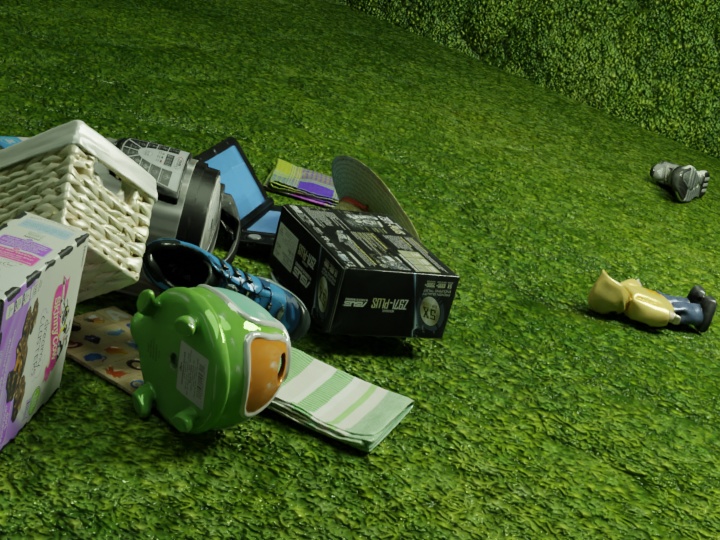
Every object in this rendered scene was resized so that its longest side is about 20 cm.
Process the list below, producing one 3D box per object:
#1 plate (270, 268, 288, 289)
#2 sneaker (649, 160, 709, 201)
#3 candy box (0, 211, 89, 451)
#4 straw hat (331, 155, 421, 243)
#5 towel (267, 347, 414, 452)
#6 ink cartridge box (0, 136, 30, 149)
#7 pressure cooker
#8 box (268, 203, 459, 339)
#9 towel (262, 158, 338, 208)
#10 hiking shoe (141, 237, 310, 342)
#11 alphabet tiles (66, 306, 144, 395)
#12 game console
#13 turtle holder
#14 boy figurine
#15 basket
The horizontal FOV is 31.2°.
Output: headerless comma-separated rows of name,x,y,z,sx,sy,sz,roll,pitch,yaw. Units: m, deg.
plate,-0.022,0.032,1.655,0.197,0.026,0.201,14,20,-5
sneaker,0.660,-0.195,2.738,0.114,0.076,0.199,20,9,28
candy box,-0.318,0.059,1.140,0.070,0.170,0.200,16,19,3
straw hat,-0.006,-0.051,1.767,0.085,0.203,0.200,-37,43,-19
towel,-0.053,0.124,1.373,0.197,0.024,0.152,22,19,14
ink cartridge box,-0.396,-0.131,1.756,0.198,0.068,0.115,-2,25,-40
pressure cooker,-0.238,-0.053,1.502,0.197,0.179,0.179,14,-7,-4
box,0.000,0.000,1.590,0.162,0.087,0.200,4,23,-30
towel,-0.053,-0.134,2.090,0.197,0.023,0.144,16,20,0
hiking shoe,-0.148,0.026,1.369,0.197,0.075,0.087,23,-4,1
alphabet tiles,-0.227,0.088,1.375,0.198,0.006,0.166,26,22,27
game console,-0.131,-0.107,1.805,0.173,0.118,0.200,7,18,12
turtle holder,-0.152,0.085,1.264,0.130,0.143,0.184,-6,-6,-38
boy figurine,0.421,0.042,1.908,0.197,0.065,0.125,12,22,-19
basket,-0.324,-0.043,1.316,0.198,0.125,0.135,-17,-35,27
